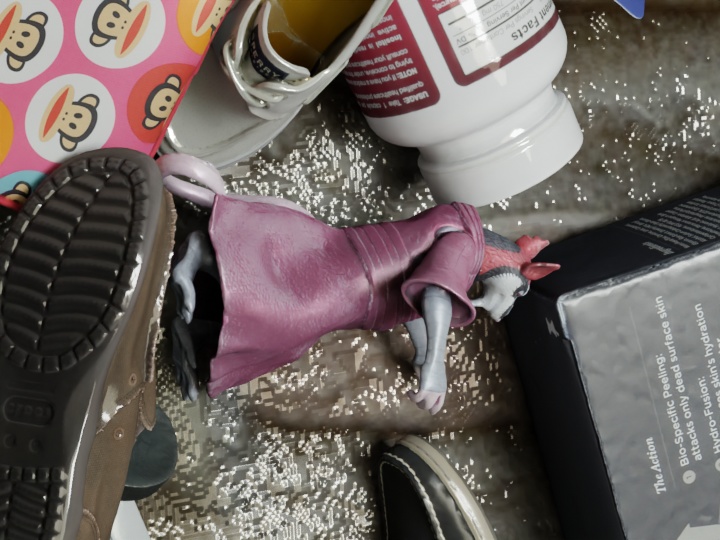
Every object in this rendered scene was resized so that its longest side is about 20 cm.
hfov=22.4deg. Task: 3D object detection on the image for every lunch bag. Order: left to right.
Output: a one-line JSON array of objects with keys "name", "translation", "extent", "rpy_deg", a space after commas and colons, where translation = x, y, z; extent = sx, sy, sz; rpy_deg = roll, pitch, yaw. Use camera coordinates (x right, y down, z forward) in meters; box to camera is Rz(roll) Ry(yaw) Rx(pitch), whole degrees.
[{"name": "lunch bag", "translation": [-0.147, -0.130, 0.798], "extent": [0.176, 0.082, 0.200], "rpy_deg": [22, 100, -47]}]

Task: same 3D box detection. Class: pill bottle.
[{"name": "pill bottle", "translation": [0.034, -0.137, 0.914], "extent": [0.113, 0.113, 0.200], "rpy_deg": [-34, 110, -21]}]

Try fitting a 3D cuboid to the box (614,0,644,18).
[{"name": "box", "translation": [0.123, -0.232, 0.939], "extent": [0.121, 0.032, 0.200], "rpy_deg": [36, 45, -26]}]

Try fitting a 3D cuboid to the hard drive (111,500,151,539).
[{"name": "hard drive", "translation": [-0.183, 0.194, 0.881], "extent": [0.200, 0.027, 0.132], "rpy_deg": [-27, 107, -23]}]

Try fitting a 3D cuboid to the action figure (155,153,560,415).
[{"name": "action figure", "translation": [0.000, 0.000, 0.908], "extent": [0.200, 0.134, 0.149], "rpy_deg": [-14, 90, -14]}]

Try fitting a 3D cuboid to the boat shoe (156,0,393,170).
[{"name": "boat shoe", "translation": [-0.038, -0.108, 0.844], "extent": [0.071, 0.200, 0.070], "rpy_deg": [47, 30, -9]}]

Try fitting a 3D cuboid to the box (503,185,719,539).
[{"name": "box", "translation": [0.201, 0.064, 0.998], "extent": [0.200, 0.117, 0.197], "rpy_deg": [-19, 104, -11]}]

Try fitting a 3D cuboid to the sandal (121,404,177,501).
[{"name": "sandal", "translation": [-0.172, 0.061, 0.846], "extent": [0.200, 0.048, 0.075], "rpy_deg": [10, 48, -33]}]

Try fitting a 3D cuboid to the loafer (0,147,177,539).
[{"name": "loafer", "translation": [-0.126, 0.044, 0.813], "extent": [0.071, 0.073, 0.200], "rpy_deg": [22, 84, -66]}]

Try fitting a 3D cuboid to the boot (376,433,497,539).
[{"name": "boot", "translation": [0.003, 0.201, 0.958], "extent": [0.150, 0.073, 0.200], "rpy_deg": [-20, 110, -25]}]
